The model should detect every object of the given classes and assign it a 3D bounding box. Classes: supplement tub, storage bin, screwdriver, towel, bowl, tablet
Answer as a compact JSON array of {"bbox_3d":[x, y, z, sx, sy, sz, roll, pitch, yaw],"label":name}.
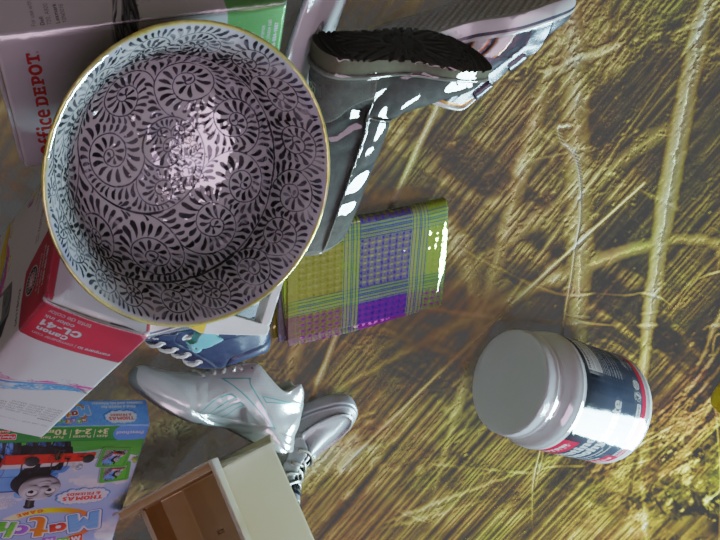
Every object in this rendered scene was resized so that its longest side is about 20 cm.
[{"bbox_3d":[0.248,0.154,1.075,0.198,0.141,0.142,18,114,-35],"label":"supplement tub"},{"bbox_3d":[-0.137,0.300,0.885,0.197,0.203,0.093,-32,170,35],"label":"storage bin"},{"bbox_3d":[-0.136,-0.101,0.673,0.197,0.028,0.029,-22,147,14],"label":"screwdriver"},{"bbox_3d":[0.000,0.000,0.920,0.197,0.023,0.146,-13,127,-19],"label":"towel"},{"bbox_3d":[-0.128,-0.072,0.605,0.198,0.094,0.204,-13,114,-30],"label":"bowl"},{"bbox_3d":[-0.036,-0.193,0.707,0.013,0.130,0.202,24,114,2],"label":"tablet"}]

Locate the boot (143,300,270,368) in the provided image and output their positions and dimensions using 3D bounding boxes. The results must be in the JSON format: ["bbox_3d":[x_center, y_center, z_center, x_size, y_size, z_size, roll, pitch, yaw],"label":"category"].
[{"bbox_3d":[-0.176,0.060,0.838,0.197,0.073,0.092,-11,121,-20],"label":"boot"}]

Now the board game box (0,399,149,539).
[{"bbox_3d":[-0.309,0.210,0.885,0.149,0.037,0.202,3,131,-28],"label":"board game box"}]

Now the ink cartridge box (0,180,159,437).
[{"bbox_3d":[-0.239,0.021,0.685,0.085,0.150,0.199,23,136,-34],"label":"ink cartridge box"}]

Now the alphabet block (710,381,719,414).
[{"bbox_3d":[0.679,0.183,1.279,0.197,0.196,0.199,9,117,-30],"label":"alphabet block"}]

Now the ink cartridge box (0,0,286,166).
[{"bbox_3d":[-0.164,-0.164,0.646,0.197,0.086,0.147,-12,156,-19],"label":"ink cartridge box"}]

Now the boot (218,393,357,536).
[{"bbox_3d":[-0.077,0.227,0.991,0.198,0.096,0.074,-33,131,-2],"label":"boot"}]

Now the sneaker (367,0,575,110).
[{"bbox_3d":[0.100,-0.200,0.794,0.196,0.079,0.080,-16,125,-1],"label":"sneaker"}]

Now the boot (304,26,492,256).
[{"bbox_3d":[0.006,-0.103,0.751,0.179,0.073,0.202,-3,130,-24],"label":"boot"}]

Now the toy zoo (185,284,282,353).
[{"bbox_3d":[-0.121,-0.023,0.792,0.130,0.020,0.203,18,90,-35],"label":"toy zoo"}]

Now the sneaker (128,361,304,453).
[{"bbox_3d":[-0.146,0.126,0.915,0.198,0.070,0.082,24,83,-30],"label":"sneaker"}]
